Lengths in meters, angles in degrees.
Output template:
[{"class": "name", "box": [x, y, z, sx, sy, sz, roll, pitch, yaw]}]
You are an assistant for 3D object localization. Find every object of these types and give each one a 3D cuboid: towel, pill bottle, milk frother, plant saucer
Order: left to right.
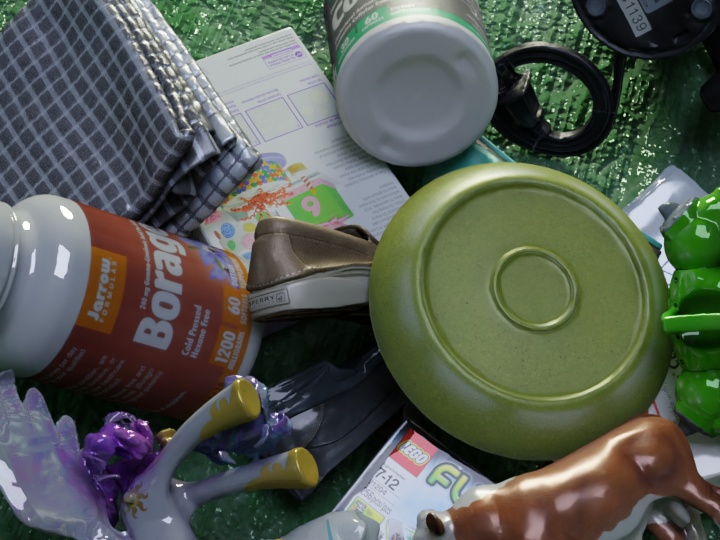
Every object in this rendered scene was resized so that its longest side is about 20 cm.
[{"class": "towel", "box": [-0.184, -0.093, 1.311, 0.165, 0.085, 0.201, -41, 61, 12]}, {"class": "pill bottle", "box": [-0.167, 0.019, 1.208, 0.199, 0.112, 0.113, 18, 45, -36]}, {"class": "pill bottle", "box": [0.031, -0.170, 1.392, 0.112, 0.114, 0.201, 1, 33, -6]}, {"class": "plant saucer", "box": [0.104, 0.017, 1.214, 0.198, 0.031, 0.202, 5, 66, -10]}, {"class": "milk frother", "box": [0.194, -0.192, 1.452, 0.198, 0.182, 0.188, -9, 12, 20]}]

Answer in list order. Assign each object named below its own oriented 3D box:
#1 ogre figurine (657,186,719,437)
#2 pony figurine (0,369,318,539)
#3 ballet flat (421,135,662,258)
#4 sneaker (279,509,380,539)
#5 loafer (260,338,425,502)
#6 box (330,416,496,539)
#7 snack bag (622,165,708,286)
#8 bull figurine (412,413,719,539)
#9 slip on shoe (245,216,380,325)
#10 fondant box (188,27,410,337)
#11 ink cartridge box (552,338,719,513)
[{"class": "ogre figurine", "box": [0.243, 0.022, 1.185, 0.119, 0.202, 0.098, -4, 21, 13]}, {"class": "pony figurine", "box": [-0.122, 0.142, 1.139, 0.199, 0.166, 0.195, -29, 62, 26]}, {"class": "ballet flat", "box": [0.118, -0.032, 1.348, 0.199, 0.067, 0.071, 34, 91, 36]}, {"class": "sneaker", "box": [0.009, 0.230, 1.133, 0.080, 0.070, 0.201, -32, 69, 9]}, {"class": "loafer", "box": [0.016, 0.081, 1.275, 0.199, 0.073, 0.073, -26, 84, -21]}, {"class": "box", "box": [0.073, 0.192, 1.193, 0.199, 0.035, 0.110, 35, 77, 18]}, {"class": "snack bag", "box": [0.219, 0.035, 1.330, 0.188, 0.021, 0.200, -38, 66, -15]}, {"class": "bull figurine", "box": [0.126, 0.156, 1.142, 0.199, 0.065, 0.122, -27, 70, -21]}, {"class": "slip on shoe", "box": [0.000, 0.000, 1.266, 0.199, 0.076, 0.061, 0, 77, -48]}, {"class": "fondant box", "box": [-0.064, -0.063, 1.365, 0.143, 0.058, 0.201, -22, 59, -21]}, {"class": "ink cartridge box", "box": [0.218, 0.087, 1.253, 0.198, 0.068, 0.117, -17, 63, -4]}]
